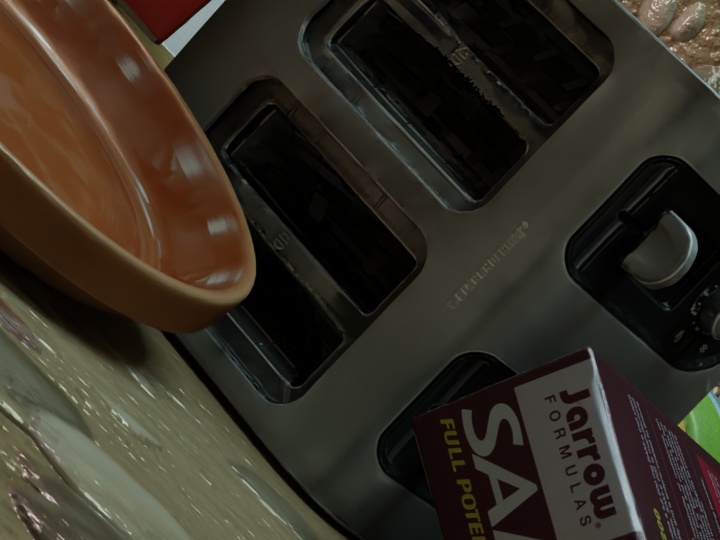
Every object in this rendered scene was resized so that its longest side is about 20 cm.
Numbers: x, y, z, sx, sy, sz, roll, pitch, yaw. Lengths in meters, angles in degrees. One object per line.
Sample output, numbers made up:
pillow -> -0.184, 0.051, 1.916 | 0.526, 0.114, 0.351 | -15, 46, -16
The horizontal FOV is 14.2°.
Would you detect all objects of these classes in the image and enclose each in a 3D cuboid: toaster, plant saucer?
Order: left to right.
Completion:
plant saucer -> -0.106, -0.061, 0.826 | 0.200, 0.032, 0.200 | 47, 14, -16
toaster -> 0.028, -0.023, 0.942 | 0.200, 0.181, 0.119 | 49, 6, 36

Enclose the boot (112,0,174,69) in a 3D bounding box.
boot -> -0.122, -0.099, 1.033 | 0.200, 0.066, 0.175 | 44, 4, -42

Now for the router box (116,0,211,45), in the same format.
router box -> -0.025, -0.164, 1.010 | 0.049, 0.179, 0.200 | 49, 2, -13

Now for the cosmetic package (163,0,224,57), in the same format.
cosmetic package -> -0.114, -0.131, 1.234 | 0.200, 0.052, 0.151 | 45, 22, -23

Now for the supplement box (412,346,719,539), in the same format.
supplement box -> 0.090, 0.108, 0.864 | 0.200, 0.061, 0.109 | 40, 31, -59

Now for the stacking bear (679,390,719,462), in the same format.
stacking bear -> 0.085, 0.077, 1.119 | 0.200, 0.121, 0.114 | 30, 16, -49
